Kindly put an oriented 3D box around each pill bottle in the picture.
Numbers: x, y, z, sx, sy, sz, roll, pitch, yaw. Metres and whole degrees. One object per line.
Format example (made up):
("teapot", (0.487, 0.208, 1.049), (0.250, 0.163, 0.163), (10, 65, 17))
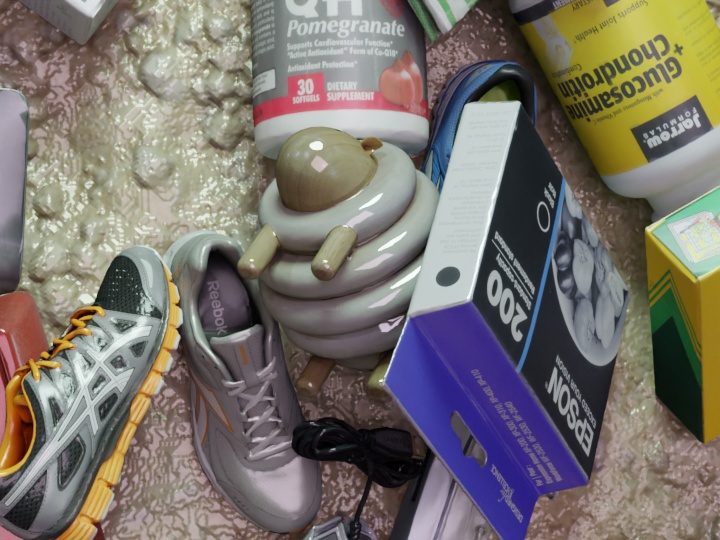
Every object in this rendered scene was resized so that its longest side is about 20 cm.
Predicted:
("pill bottle", (-0.015, -0.173, 1.053), (0.111, 0.111, 0.200), (-1, 84, -12))
("pill bottle", (0.188, -0.119, 1.084), (0.112, 0.112, 0.200), (-32, 99, -12))

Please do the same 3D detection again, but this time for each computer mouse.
("computer mouse", (-0.026, 0.185, 1.032), (0.110, 0.044, 0.200), (10, 101, -52))

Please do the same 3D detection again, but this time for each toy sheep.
("toy sheep", (0.000, 0.000, 0.992), (0.138, 0.138, 0.200), (-29, 125, -13))

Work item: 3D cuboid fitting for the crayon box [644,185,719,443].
("crayon box", (0.281, -0.003, 1.071), (0.200, 0.173, 0.058), (-30, 49, -13))

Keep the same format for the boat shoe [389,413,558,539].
("boat shoe", (0.086, 0.123, 1.066), (0.086, 0.075, 0.202), (21, 83, -9))

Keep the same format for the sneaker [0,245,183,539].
("sneaker", (-0.168, 0.069, 0.995), (0.077, 0.078, 0.200), (30, 62, -24))

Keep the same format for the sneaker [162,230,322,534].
("sneaker", (-0.074, 0.070, 1.028), (0.076, 0.092, 0.200), (-21, 90, -12))

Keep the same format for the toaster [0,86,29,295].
("toaster", (-0.292, -0.044, 0.954), (0.181, 0.200, 0.119), (1, 87, -19))

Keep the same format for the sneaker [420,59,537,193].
("sneaker", (0.065, -0.044, 1.069), (0.079, 0.089, 0.200), (15, 84, -10))

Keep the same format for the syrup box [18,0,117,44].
("syrup box", (-0.228, -0.235, 1.031), (0.200, 0.081, 0.079), (36, 78, -8))

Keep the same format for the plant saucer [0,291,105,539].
("plant saucer", (-0.269, 0.132, 1.012), (0.200, 0.037, 0.200), (-16, 88, -12))

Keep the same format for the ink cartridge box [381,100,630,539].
("ink cartridge box", (0.094, 0.038, 0.981), (0.198, 0.043, 0.200), (54, 44, -43))

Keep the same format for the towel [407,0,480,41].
("towel", (0.058, -0.252, 1.052), (0.153, 0.023, 0.200), (58, 43, -18))
